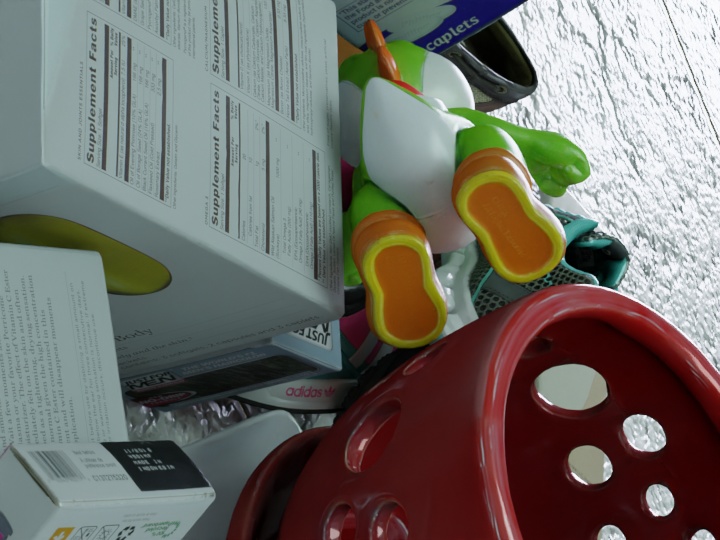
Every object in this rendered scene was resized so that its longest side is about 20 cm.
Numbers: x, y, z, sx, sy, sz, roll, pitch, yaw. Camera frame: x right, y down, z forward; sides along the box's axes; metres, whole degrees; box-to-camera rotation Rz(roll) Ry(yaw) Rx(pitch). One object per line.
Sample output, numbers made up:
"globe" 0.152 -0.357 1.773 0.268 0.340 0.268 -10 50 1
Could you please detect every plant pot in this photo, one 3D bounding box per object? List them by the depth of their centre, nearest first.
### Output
"plant pot" 0.053 0.127 1.139 0.200 0.182 0.200 30 48 -38

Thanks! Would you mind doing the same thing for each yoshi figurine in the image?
"yoshi figurine" 0.033 -0.032 1.203 0.112 0.112 0.200 15 23 -15

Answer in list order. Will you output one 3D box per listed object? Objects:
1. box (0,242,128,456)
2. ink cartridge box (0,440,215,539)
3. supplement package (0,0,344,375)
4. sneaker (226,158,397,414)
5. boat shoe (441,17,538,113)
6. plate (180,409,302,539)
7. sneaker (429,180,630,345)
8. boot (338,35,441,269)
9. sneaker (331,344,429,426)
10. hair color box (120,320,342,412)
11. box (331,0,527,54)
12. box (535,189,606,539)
"box" -0.192 0.046 0.983 0.200 0.124 0.098 6 72 -58
"ink cartridge box" -0.143 0.142 0.997 0.037 0.200 0.095 46 21 24
"supplement package" -0.124 -0.060 1.117 0.200 0.152 0.151 29 53 -52
"sneaker" 0.000 0.000 1.343 0.200 0.084 0.121 -2 110 -59
"boat shoe" 0.031 -0.163 1.510 0.200 0.065 0.073 48 41 -36
"plate" -0.054 0.171 1.161 0.200 0.032 0.200 -17 81 -55
"sneaker" 0.086 0.000 1.317 0.200 0.091 0.078 -78 150 -63
"boot" -0.026 -0.090 1.376 0.155 0.074 0.200 3 60 -59
"sneaker" 0.026 0.133 1.296 0.076 0.091 0.200 15 85 -57
"hair color box" -0.070 -0.045 1.254 0.061 0.099 0.200 26 56 -54
"box" -0.013 -0.221 1.253 0.200 0.105 0.184 30 39 -51
"box" 0.075 0.058 1.460 0.078 0.095 0.200 42 44 -45
